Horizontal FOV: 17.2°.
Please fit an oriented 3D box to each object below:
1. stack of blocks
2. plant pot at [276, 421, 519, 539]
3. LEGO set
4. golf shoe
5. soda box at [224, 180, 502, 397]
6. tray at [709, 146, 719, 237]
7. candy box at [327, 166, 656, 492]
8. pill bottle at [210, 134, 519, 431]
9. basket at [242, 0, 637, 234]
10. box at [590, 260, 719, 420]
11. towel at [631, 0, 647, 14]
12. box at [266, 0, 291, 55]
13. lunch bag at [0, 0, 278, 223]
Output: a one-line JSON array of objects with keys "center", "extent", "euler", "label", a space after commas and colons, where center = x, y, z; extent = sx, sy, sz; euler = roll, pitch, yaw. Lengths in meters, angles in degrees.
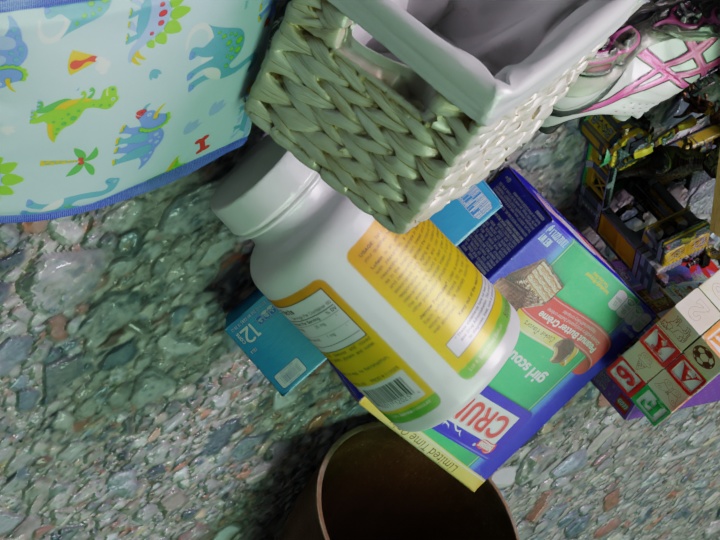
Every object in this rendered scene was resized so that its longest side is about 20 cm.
[{"center": [0.291, 0.024, 1.815], "extent": [0.200, 0.059, 0.115], "euler": [-36, 171, -34], "label": "stack of blocks"}, {"center": [-0.001, 0.251, 1.917], "extent": [0.187, 0.187, 0.200], "euler": [-10, 154, -40], "label": "plant pot"}, {"center": [0.261, -0.073, 1.797], "extent": [0.200, 0.116, 0.154], "euler": [-20, 145, -30], "label": "LEGO set"}, {"center": [0.201, -0.153, 1.672], "extent": [0.200, 0.073, 0.092], "euler": [-14, 137, -24], "label": "golf shoe"}, {"center": [0.001, -0.006, 1.636], "extent": [0.200, 0.064, 0.068], "euler": [-40, -173, 3], "label": "soda box"}, {"center": [0.298, -0.120, 1.697], "extent": [0.099, 0.037, 0.200], "euler": [-38, 146, -33], "label": "tray"}, {"center": [0.097, 0.047, 1.791], "extent": [0.200, 0.077, 0.169], "euler": [-43, 136, 8], "label": "candy box"}, {"center": [0.000, 0.000, 1.539], "extent": [0.111, 0.111, 0.200], "euler": [-42, 107, 6], "label": "pill bottle"}, {"center": [0.046, -0.125, 1.331], "extent": [0.200, 0.135, 0.123], "euler": [-39, 164, -51], "label": "basket"}, {"center": [0.246, 0.049, 1.927], "extent": [0.200, 0.137, 0.039], "euler": [-7, 137, -42], "label": "box"}, {"center": [0.190, -0.223, 1.522], "extent": [0.200, 0.147, 0.024], "euler": [-43, 110, 8], "label": "towel"}, {"center": [0.047, -0.181, 1.489], "extent": [0.200, 0.050, 0.158], "euler": [-51, 147, 19], "label": "box"}, {"center": [-0.152, -0.122, 1.279], "extent": [0.200, 0.127, 0.170], "euler": [-30, 150, -34], "label": "lunch bag"}]
